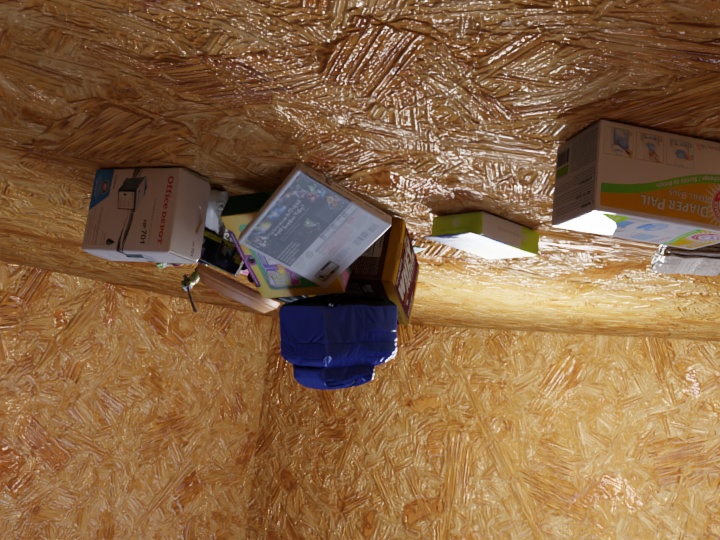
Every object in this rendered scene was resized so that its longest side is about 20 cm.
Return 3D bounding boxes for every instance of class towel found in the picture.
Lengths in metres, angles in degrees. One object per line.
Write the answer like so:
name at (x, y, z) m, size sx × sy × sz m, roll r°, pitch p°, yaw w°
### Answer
towel at (0.620, -0.018, 1.413) m, size 0.129 × 0.035 × 0.200 m, roll 5°, pitch 171°, yaw 17°

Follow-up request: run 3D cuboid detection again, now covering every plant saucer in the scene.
plant saucer at (-0.270, 0.043, 1.637) m, size 0.196 × 0.038 × 0.200 m, roll 26°, pitch 177°, yaw 2°

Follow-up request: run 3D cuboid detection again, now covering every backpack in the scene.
backpack at (-0.033, 0.124, 1.375) m, size 0.197 × 0.173 × 0.160 m, roll -5°, pitch -174°, yaw -42°

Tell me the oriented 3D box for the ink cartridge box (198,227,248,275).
ink cartridge box at (-0.291, -0.048, 1.714) m, size 0.037 × 0.097 × 0.198 m, roll 12°, pitch 177°, yaw 42°

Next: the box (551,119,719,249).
box at (0.341, -0.096, 0.887) m, size 0.195 × 0.104 × 0.112 m, roll 8°, pitch 172°, yaw -11°

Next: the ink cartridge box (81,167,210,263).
ink cartridge box at (-0.369, -0.095, 1.300) m, size 0.195 × 0.151 × 0.086 m, roll 2°, pitch 169°, yaw 27°

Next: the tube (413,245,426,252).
tube at (0.050, -0.042, 1.685) m, size 0.076 × 0.052 × 0.197 m, roll 0°, pitch 174°, yaw -44°

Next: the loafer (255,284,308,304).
loafer at (-0.142, 0.045, 1.664) m, size 0.198 × 0.070 × 0.070 m, roll 22°, pitch 146°, yaw -38°

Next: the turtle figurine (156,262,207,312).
turtle figurine at (-0.418, -0.036, 1.740) m, size 0.190 × 0.202 × 0.145 m, roll 7°, pitch 143°, yaw 35°

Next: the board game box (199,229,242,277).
board game box at (-0.317, -0.053, 1.451) m, size 0.196 × 0.058 × 0.165 m, roll 26°, pitch 174°, yaw -6°

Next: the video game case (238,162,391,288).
video game case at (-0.076, -0.067, 1.225) m, size 0.179 × 0.024 × 0.200 m, roll 28°, pitch 134°, yaw -23°

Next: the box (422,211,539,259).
box at (0.222, -0.064, 1.377) m, size 0.197 × 0.049 × 0.120 m, roll 15°, pitch 168°, yaw -41°

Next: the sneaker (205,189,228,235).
sneaker at (-0.292, -0.110, 1.415) m, size 0.079 × 0.078 × 0.200 m, roll 18°, pitch 168°, yaw -9°

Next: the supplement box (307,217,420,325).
supplement box at (0.000, 0.000, 1.500) m, size 0.195 × 0.136 × 0.198 m, roll 4°, pitch 153°, yaw 17°

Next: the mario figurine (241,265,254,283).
mario figurine at (-0.177, -0.044, 1.669) m, size 0.197 × 0.109 × 0.122 m, roll -21°, pitch 153°, yaw 35°

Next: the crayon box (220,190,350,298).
crayon box at (-0.128, -0.046, 1.330) m, size 0.168 × 0.059 × 0.203 m, roll -5°, pitch 132°, yaw 20°
